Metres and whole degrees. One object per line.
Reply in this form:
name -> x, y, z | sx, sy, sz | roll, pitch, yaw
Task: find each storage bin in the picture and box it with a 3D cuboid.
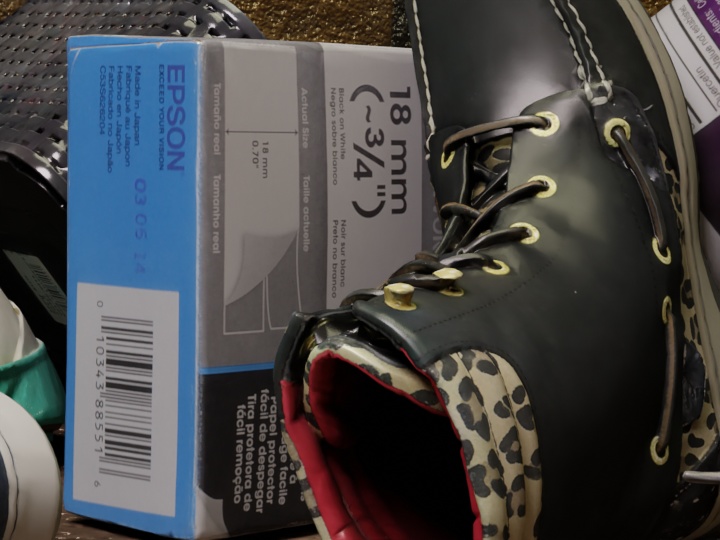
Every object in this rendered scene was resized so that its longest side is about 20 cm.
storage bin -> -0.087, -0.022, 0.850 | 0.094, 0.135, 0.200 | -42, 24, -18

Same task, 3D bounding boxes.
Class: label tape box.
label tape box -> 0.000, 0.000, 0.730 | 0.063, 0.145, 0.200 | 4, 5, 43

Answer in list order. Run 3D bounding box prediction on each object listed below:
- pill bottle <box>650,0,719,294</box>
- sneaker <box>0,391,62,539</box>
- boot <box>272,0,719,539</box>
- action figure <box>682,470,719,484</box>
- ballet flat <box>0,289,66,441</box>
pill bottle -> 0.146, -0.051, 0.723 | 0.200, 0.113, 0.112 | -39, -5, 13
sneaker -> -0.194, 0.041, 0.551 | 0.202, 0.077, 0.146 | 7, 4, 30
boot -> 0.033, -0.009, 0.627 | 0.073, 0.204, 0.154 | -20, -4, 34
action figure -> 0.177, -0.001, 0.608 | 0.102, 0.200, 0.119 | 32, 10, -17
ballet flat -> -0.138, 0.031, 0.737 | 0.067, 0.071, 0.200 | 3, 5, 9
